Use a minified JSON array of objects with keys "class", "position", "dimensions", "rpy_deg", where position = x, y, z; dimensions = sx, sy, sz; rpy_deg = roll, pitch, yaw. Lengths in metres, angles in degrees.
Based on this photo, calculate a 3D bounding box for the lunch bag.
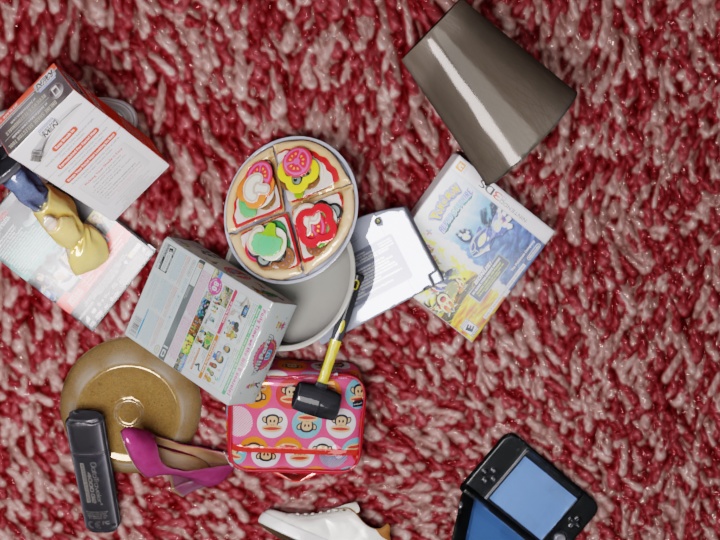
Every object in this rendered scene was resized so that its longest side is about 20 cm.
[{"class":"lunch bag","position":[-0.094,0.218,1.334],"dimensions":[0.197,0.082,0.179],"rpy_deg":[3,105,-8]}]

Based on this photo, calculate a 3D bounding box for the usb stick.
[{"class":"usb stick","position":[-0.371,0.281,1.305],"dimensions":[0.055,0.033,0.203],"rpy_deg":[0,117,1]}]

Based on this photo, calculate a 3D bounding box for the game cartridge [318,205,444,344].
[{"class":"game cartridge","position":[0.000,0.000,1.290],"dimensions":[0.198,0.041,0.134],"rpy_deg":[-28,86,15]}]

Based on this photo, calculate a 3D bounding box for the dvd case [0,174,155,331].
[{"class":"dvd case","position":[-0.400,-0.035,1.274],"dimensions":[0.199,0.022,0.146],"rpy_deg":[39,94,-13]}]

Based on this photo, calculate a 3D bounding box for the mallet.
[{"class":"mallet","position":[-0.026,0.105,1.265],"dimensions":[0.065,0.041,0.202],"rpy_deg":[26,87,-12]}]

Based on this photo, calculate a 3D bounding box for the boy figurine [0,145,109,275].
[{"class":"boy figurine","position":[-0.400,-0.074,1.202],"dimensions":[0.064,0.124,0.201],"rpy_deg":[-38,134,-6]}]

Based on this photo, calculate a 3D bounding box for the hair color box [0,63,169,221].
[{"class":"hair color box","position":[-0.344,-0.155,1.174],"dimensions":[0.111,0.200,0.064],"rpy_deg":[-43,60,3]}]

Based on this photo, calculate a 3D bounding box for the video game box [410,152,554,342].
[{"class":"video game box","position":[0.146,-0.032,1.330],"dimensions":[0.181,0.047,0.201],"rpy_deg":[36,95,-9]}]

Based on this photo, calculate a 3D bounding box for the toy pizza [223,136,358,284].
[{"class":"toy pizza","position":[-0.098,-0.083,1.245],"dimensions":[0.197,0.032,0.203],"rpy_deg":[-4,79,20]}]

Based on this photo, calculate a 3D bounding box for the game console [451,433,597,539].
[{"class":"game console","position":[0.247,0.376,1.383],"dimensions":[0.199,0.116,0.176],"rpy_deg":[40,94,-13]}]

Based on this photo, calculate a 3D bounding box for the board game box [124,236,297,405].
[{"class":"board game box","position":[-0.201,0.065,1.243],"dimensions":[0.199,0.064,0.149],"rpy_deg":[29,99,28]}]

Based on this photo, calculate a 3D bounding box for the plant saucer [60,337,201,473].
[{"class":"plant saucer","position":[-0.325,0.196,1.319],"dimensions":[0.197,0.035,0.203],"rpy_deg":[-1,101,-6]}]

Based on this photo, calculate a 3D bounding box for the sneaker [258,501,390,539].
[{"class":"sneaker","position":[-0.050,0.375,1.382],"dimensions":[0.198,0.073,0.086],"rpy_deg":[19,67,-4]}]

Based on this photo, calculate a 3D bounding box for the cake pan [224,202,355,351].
[{"class":"cake pan","position":[-0.093,0.010,1.263],"dimensions":[0.198,0.037,0.203],"rpy_deg":[-5,77,21]}]

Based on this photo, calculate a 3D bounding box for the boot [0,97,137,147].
[{"class":"boot","position":[-0.391,-0.181,1.208],"dimensions":[0.197,0.096,0.075],"rpy_deg":[-10,102,-5]}]

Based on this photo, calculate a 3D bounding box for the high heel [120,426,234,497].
[{"class":"high heel","position":[-0.248,0.246,1.285],"dimensions":[0.095,0.068,0.200],"rpy_deg":[-28,147,3]}]

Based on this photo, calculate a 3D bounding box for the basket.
[{"class":"basket","position":[0.162,-0.249,1.249],"dimensions":[0.200,0.136,0.180],"rpy_deg":[46,76,-8]}]
